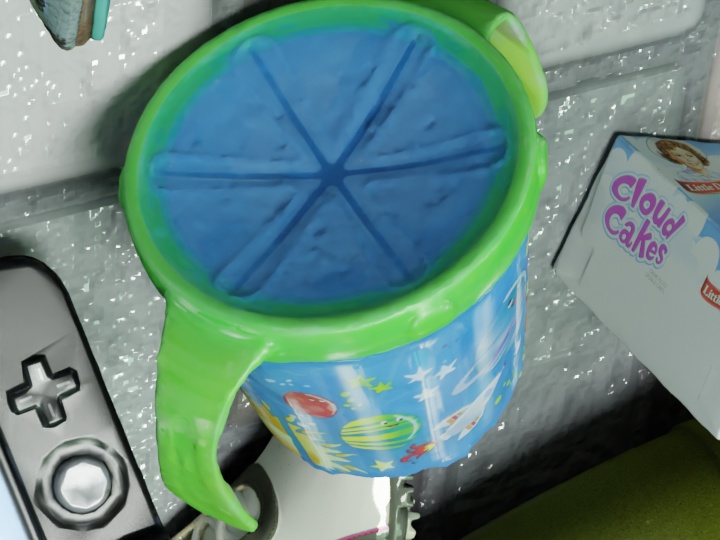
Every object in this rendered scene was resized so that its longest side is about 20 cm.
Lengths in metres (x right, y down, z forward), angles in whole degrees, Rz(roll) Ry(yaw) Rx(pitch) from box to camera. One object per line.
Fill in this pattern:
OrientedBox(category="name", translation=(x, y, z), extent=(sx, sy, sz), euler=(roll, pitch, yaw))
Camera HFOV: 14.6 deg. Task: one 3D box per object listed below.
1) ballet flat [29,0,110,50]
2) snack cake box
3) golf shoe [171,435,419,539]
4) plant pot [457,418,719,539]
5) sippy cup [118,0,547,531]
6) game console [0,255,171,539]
OrientedBox(category="ballet flat", translation=(-0.091, -0.157, 0.805), extent=(0.074, 0.074, 0.200), euler=(-6, 126, -30))
OrientedBox(category="snack cake box", translation=(0.190, 0.009, 1.087), extent=(0.200, 0.115, 0.067), euler=(3, 123, -36))
OrientedBox(category="golf shoe", translation=(-0.037, 0.112, 1.050), extent=(0.088, 0.077, 0.200), euler=(6, 117, -22))
OrientedBox(category="plant pot", translation=(0.098, 0.167, 1.117), extent=(0.193, 0.200, 0.201), euler=(-15, 133, -8))
OrientedBox(category="sippy cup", translation=(0.000, 0.000, 0.944), extent=(0.178, 0.140, 0.130), euler=(-24, 144, -6))
OrientedBox(category="game console", translation=(-0.151, 0.111, 0.884), extent=(0.200, 0.119, 0.173), euler=(-23, 102, -12))
